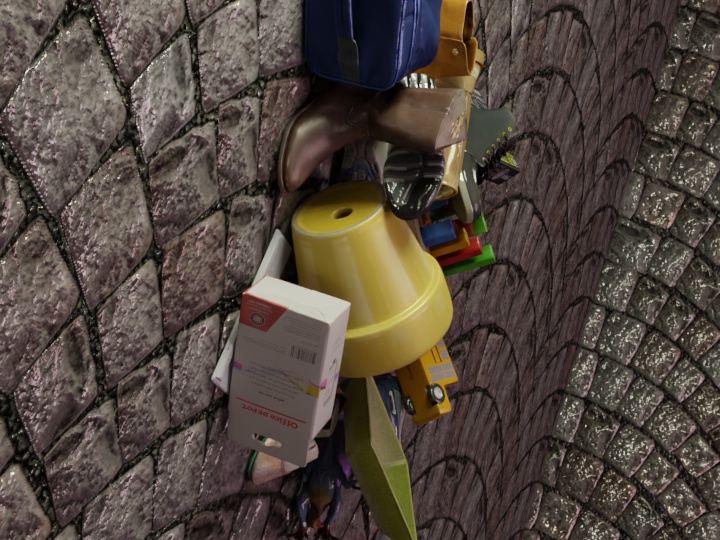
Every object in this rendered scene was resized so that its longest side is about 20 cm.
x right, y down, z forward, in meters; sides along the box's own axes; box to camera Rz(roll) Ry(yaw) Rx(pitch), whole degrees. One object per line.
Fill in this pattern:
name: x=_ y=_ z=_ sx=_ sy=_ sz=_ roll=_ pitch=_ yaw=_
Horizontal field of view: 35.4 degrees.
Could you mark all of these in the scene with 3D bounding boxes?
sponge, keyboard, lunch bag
sponge: x=0.000 y=0.247 z=1.782 sx=0.200 sy=0.029 sz=0.113 roll=-38 pitch=137 yaw=-57
keyboard: x=-0.130 y=0.050 z=1.362 sx=0.056 sy=0.011 sz=0.202 roll=65 pitch=44 yaw=-66
lunch bag: x=0.015 y=-0.316 z=1.299 sx=0.132 sy=0.134 sz=0.202 roll=-43 pitch=141 yaw=-53

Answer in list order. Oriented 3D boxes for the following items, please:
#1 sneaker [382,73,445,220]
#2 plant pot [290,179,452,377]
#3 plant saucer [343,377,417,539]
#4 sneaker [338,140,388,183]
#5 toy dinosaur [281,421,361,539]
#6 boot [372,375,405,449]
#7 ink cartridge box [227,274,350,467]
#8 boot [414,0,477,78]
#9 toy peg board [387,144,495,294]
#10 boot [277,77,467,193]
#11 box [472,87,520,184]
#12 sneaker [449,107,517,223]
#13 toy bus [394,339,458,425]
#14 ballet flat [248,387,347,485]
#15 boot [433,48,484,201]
sneaker: x=0.069 y=-0.135 z=1.410 sx=0.116 sy=0.074 sz=0.202 roll=87 pitch=8 yaw=-65
plant pot: x=0.000 y=0.000 z=1.422 sx=0.201 sy=0.199 sz=0.191 roll=-53 pitch=135 yaw=-42
plant saucer: x=0.021 y=0.263 z=1.588 sx=0.200 sy=0.047 sz=0.202 roll=-95 pitch=165 yaw=-62
sneaker: x=0.007 y=-0.185 z=1.484 sx=0.087 sy=0.073 sz=0.202 roll=-68 pitch=168 yaw=-65
toy dinosaur: x=-0.069 y=0.300 z=1.638 sx=0.200 sy=0.104 sz=0.184 roll=176 pitch=-79 yaw=-78
boot: x=0.021 y=0.265 z=1.728 sx=0.090 sy=0.072 sz=0.203 roll=-8 pitch=103 yaw=-59
ink cartridge box: x=-0.089 y=0.122 z=1.345 sx=0.067 sy=0.115 sz=0.202 roll=-41 pitch=146 yaw=-61
boot: x=0.080 y=-0.265 z=1.479 sx=0.071 sy=0.143 sz=0.204 roll=-32 pitch=133 yaw=-53
toy peg board: x=0.120 y=-0.095 z=1.637 sx=0.199 sy=0.097 sz=0.202 roll=49 pitch=26 yaw=-65
boot: x=0.018 y=-0.153 z=1.327 sx=0.188 sy=0.198 sz=0.064 roll=-66 pitch=156 yaw=-21
box: x=0.173 y=-0.222 z=1.749 sx=0.162 sy=0.044 sz=0.200 roll=65 pitch=19 yaw=11
sneaker: x=0.172 y=-0.156 z=1.565 sx=0.075 sy=0.105 sz=0.202 roll=91 pitch=-5 yaw=-56
toy bus: x=0.089 y=0.129 z=1.726 sx=0.078 sy=0.065 sz=0.202 roll=-8 pitch=73 yaw=-46
ballet flat: x=-0.077 y=0.219 z=1.522 sx=0.200 sy=0.067 sz=0.069 roll=-52 pitch=149 yaw=-44
boot: x=0.091 y=-0.194 z=1.537 sx=0.065 sy=0.175 sz=0.203 roll=19 pitch=76 yaw=-24
